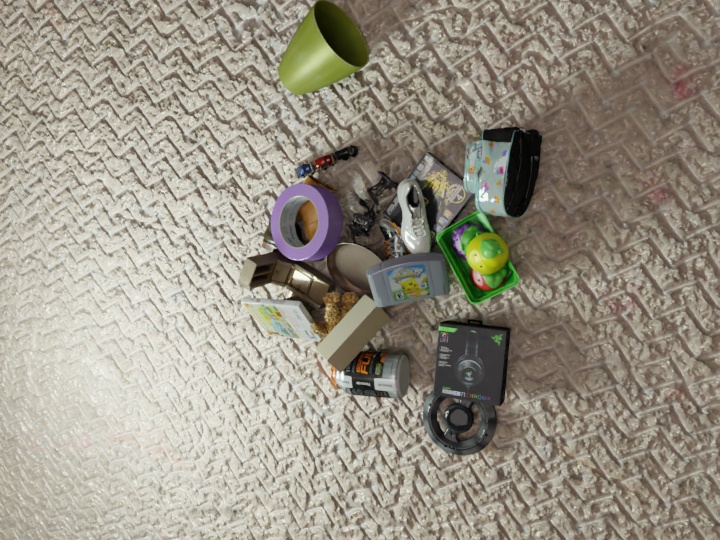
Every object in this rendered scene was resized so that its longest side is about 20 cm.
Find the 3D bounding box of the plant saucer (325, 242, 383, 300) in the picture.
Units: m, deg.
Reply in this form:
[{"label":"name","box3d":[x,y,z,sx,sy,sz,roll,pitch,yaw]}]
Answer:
[{"label":"plant saucer","box3d":[0.000,0.000,1.503,0.199,0.032,0.201,19,137,19]}]

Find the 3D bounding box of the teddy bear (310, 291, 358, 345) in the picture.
[{"label":"teddy bear","box3d":[-0.062,0.148,1.551,0.067,0.145,0.201,43,113,54]}]

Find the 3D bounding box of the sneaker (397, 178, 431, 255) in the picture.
[{"label":"sneaker","box3d":[0.132,-0.126,1.381,0.074,0.087,0.201,-14,98,0]}]

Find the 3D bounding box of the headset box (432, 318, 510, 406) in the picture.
[{"label":"headset box","box3d":[0.286,0.224,1.425,0.173,0.093,0.201,6,91,21]}]

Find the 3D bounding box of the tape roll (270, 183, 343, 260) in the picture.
[{"label":"tape roll","box3d":[-0.144,-0.127,1.479,0.199,0.066,0.201,-1,89,35]}]

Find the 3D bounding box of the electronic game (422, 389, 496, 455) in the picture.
[{"label":"electronic game","box3d":[0.265,0.396,1.503,0.199,0.042,0.201,0,91,22]}]

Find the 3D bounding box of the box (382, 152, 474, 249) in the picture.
[{"label":"box","box3d":[0.176,-0.175,1.434,0.161,0.049,0.200,42,113,12]}]

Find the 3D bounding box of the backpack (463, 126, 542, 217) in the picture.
[{"label":"backpack","box3d":[0.329,-0.223,1.301,0.153,0.176,0.201,5,100,37]}]

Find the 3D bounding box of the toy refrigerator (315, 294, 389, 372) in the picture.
[{"label":"toy refrigerator","box3d":[-0.022,0.168,1.503,0.200,0.076,0.070,-48,44,-7]}]

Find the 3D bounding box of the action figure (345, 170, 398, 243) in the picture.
[{"label":"action figure","box3d":[0.010,-0.168,1.467,0.102,0.119,0.200,28,105,-21]}]

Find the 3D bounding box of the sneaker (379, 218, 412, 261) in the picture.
[{"label":"sneaker","box3d":[0.096,-0.042,1.462,0.077,0.078,0.201,-28,88,-3]}]

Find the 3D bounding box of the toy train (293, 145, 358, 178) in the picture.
[{"label":"toy train","box3d":[-0.099,-0.293,1.521,0.199,0.046,0.034,-18,92,23]}]

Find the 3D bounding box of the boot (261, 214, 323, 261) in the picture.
[{"label":"boot","box3d":[-0.189,-0.089,1.577,0.199,0.075,0.097,17,108,20]}]

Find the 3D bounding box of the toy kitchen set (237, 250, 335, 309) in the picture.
[{"label":"toy kitchen set","box3d":[-0.216,0.069,1.557,0.200,0.180,0.164,30,110,18]}]

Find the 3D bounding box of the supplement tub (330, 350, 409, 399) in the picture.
[{"label":"supplement tub","box3d":[0.027,0.283,1.533,0.199,0.122,0.123,-1,99,21]}]

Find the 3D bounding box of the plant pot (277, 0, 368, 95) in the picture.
[{"label":"plant pot","box3d":[-0.113,-0.543,1.428,0.200,0.187,0.188,-27,89,38]}]

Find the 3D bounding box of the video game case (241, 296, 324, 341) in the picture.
[{"label":"video game case","box3d":[-0.217,0.139,1.584,0.181,0.200,0.023,3,57,21]}]

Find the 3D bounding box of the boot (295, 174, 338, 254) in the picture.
[{"label":"boot","box3d":[-0.104,-0.156,1.531,0.201,0.071,0.144,43,118,16]}]

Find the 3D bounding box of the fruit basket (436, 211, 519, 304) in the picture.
[{"label":"fruit basket","box3d":[0.286,-0.031,1.335,0.155,0.216,0.216,-29,88,23]}]

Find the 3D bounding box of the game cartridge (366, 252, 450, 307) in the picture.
[{"label":"game cartridge","box3d":[0.121,0.021,1.412,0.199,0.041,0.134,-12,126,7]}]
